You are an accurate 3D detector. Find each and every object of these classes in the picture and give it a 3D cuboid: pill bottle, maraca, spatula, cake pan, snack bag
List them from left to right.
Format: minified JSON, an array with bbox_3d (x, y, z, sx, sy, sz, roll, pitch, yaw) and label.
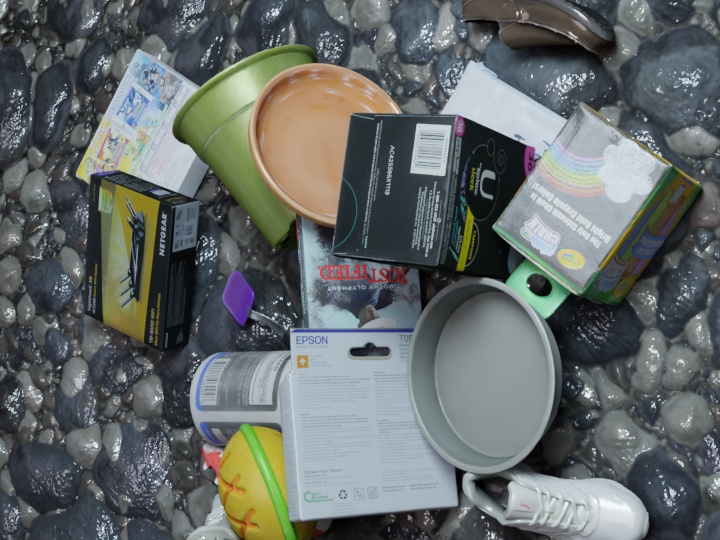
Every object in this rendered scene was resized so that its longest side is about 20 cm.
[{"bbox_3d":[-0.107,0.072,1.391,0.200,0.020,0.057,38,121,26],"label":"spatula"},{"bbox_3d":[-0.092,0.263,1.227,0.106,0.137,0.201,-22,84,-10],"label":"maraca"},{"bbox_3d":[-0.093,0.151,1.313,0.199,0.113,0.115,-4,81,34],"label":"pill bottle"},{"bbox_3d":[0.143,-0.115,1.269,0.188,0.021,0.201,38,103,31],"label":"snack bag"},{"bbox_3d":[0.131,0.108,1.161,0.199,0.037,0.202,-2,88,47],"label":"cake pan"}]

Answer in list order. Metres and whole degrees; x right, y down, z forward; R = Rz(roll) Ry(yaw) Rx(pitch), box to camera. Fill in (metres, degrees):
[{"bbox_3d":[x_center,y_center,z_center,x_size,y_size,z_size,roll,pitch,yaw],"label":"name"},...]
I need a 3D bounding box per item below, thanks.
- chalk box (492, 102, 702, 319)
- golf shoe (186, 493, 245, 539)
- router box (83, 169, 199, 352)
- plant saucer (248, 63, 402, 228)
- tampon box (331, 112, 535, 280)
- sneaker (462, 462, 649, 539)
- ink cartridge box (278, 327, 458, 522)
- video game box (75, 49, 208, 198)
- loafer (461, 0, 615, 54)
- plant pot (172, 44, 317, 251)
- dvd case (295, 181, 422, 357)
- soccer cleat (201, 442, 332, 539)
[{"bbox_3d":[0.231,-0.045,1.146,0.124,0.124,0.201,42,105,28],"label":"chalk box"},{"bbox_3d":[-0.163,0.305,1.290,0.078,0.200,0.098,-25,67,2],"label":"golf shoe"},{"bbox_3d":[-0.290,-0.015,1.465,0.156,0.052,0.202,20,113,32],"label":"router box"},{"bbox_3d":[-0.033,-0.135,1.242,0.037,0.199,0.202,-43,57,58],"label":"plant saucer"},{"bbox_3d":[0.083,-0.074,1.169,0.125,0.199,0.151,7,90,32],"label":"tampon box"},{"bbox_3d":[0.190,0.244,1.137,0.199,0.099,0.079,6,87,32],"label":"sneaker"},{"bbox_3d":[0.008,0.164,1.213,0.041,0.198,0.202,-23,68,59],"label":"ink cartridge box"},{"bbox_3d":[-0.282,-0.172,1.524,0.182,0.047,0.201,35,101,27],"label":"video game box"},{"bbox_3d":[0.193,-0.275,1.242,0.199,0.073,0.071,32,110,36],"label":"loafer"},{"bbox_3d":[-0.093,-0.133,1.337,0.200,0.200,0.191,-36,78,22],"label":"plant pot"},{"bbox_3d":[0.000,0.000,1.258,0.022,0.145,0.202,164,104,-64],"label":"dvd case"},{"bbox_3d":[-0.107,0.247,1.345,0.199,0.069,0.086,28,84,32],"label":"soccer cleat"}]
